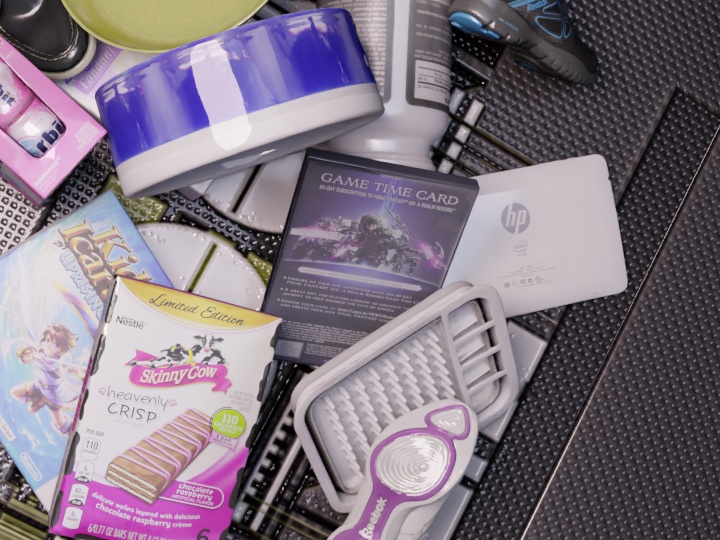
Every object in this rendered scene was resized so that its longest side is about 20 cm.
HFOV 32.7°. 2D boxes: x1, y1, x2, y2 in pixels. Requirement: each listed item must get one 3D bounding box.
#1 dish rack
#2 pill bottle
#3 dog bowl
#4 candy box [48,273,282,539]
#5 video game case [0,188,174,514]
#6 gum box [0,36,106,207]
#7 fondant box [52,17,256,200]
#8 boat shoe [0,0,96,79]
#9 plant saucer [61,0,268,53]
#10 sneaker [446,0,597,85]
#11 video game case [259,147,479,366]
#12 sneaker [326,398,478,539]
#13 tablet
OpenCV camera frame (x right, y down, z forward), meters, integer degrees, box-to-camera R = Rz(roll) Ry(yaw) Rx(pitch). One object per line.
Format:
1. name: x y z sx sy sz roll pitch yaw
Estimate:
1. dish rack: 0.035 0.100 1.030 0.200 0.044 0.172 -33 137 -13
2. pill bottle: 0.018 -0.165 1.022 0.115 0.116 0.201 3 89 -15
3. dog bowl: -0.088 -0.120 0.893 0.199 0.200 0.079 -19 93 -14
4. candy box: -0.152 0.115 0.958 0.136 0.061 0.201 14 86 -15
5. video game case: -0.225 0.065 0.993 0.181 0.045 0.200 -34 98 -14
6. gum box: -0.257 -0.110 0.904 0.113 0.200 0.066 43 80 -13
7. fondant box: -0.170 -0.174 1.003 0.200 0.058 0.145 37 81 -11
8. boat shoe: -0.274 -0.224 0.926 0.074 0.066 0.200 -36 68 -2
9. plant saucer: -0.131 -0.246 0.907 0.199 0.031 0.201 -4 73 13
10. sneaker: 0.154 -0.214 1.037 0.200 0.073 0.082 17 96 -54
11. video game case: 0.000 0.000 1.009 0.142 0.019 0.201 9 123 -14
12. sneaker: 0.031 0.191 1.032 0.075 0.100 0.200 36 94 14
13. tablet: 0.142 -0.026 1.107 0.199 0.014 0.131 -11 92 -15
